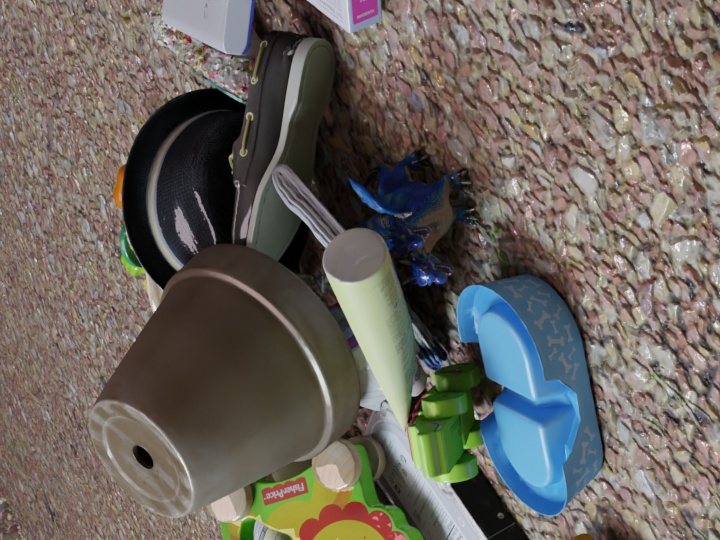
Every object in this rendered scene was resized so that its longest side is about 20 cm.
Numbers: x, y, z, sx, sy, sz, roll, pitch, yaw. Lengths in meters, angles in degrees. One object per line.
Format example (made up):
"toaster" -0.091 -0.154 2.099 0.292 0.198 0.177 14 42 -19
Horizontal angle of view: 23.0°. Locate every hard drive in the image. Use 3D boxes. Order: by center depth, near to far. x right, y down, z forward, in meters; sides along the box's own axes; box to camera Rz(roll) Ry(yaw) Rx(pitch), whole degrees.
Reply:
"hard drive" -0.128 -0.265 1.513 0.200 0.025 0.134 -145 60 -65
"hard drive" 0.073 0.210 1.638 0.201 0.038 0.140 54 154 20

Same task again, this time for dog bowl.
"dog bowl" 0.136 0.094 1.388 0.111 0.049 0.202 24 134 55

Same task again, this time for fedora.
"fedora" -0.117 -0.068 1.571 0.202 0.199 0.091 66 160 -3

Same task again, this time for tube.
"tube" 0.017 0.046 1.382 0.052 0.058 0.201 39 164 34

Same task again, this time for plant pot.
"plant pot" -0.127 0.106 1.474 0.199 0.173 0.202 26 136 28

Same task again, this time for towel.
"towel" 0.000 0.000 1.499 0.147 0.024 0.200 50 180 33

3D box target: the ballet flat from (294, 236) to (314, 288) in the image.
"ballet flat" -0.079 -0.009 1.676 0.067 0.068 0.202 6 109 38

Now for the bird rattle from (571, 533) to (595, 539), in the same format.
"bird rattle" 0.198 0.304 1.410 0.200 0.112 0.165 39 129 38

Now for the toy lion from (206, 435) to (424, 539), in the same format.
"toy lion" -0.034 0.262 1.646 0.198 0.068 0.194 -18 79 27

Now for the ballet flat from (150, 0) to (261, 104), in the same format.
"ballet flat" -0.131 -0.210 1.621 0.200 0.075 0.065 35 123 41

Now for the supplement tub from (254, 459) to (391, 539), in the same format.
"supplement tub" -0.026 0.275 1.764 0.200 0.144 0.146 39 146 44

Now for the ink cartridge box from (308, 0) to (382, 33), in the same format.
"ink cartridge box" -0.033 -0.298 1.372 0.119 0.042 0.202 42 150 42

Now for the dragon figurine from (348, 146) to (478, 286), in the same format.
"dragon figurine" 0.026 -0.050 1.414 0.200 0.099 0.059 32 140 50

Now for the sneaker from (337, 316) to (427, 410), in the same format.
"sneaker" -0.016 0.096 1.565 0.099 0.075 0.199 40 155 -17

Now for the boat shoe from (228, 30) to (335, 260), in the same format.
"boat shoe" -0.076 -0.103 1.508 0.060 0.072 0.203 17 93 29

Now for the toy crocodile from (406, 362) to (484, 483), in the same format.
"toy crocodile" 0.067 0.126 1.450 0.200 0.061 0.068 -50 -49 -73

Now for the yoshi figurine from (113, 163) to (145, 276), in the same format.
"yoshi figurine" -0.181 -0.025 1.835 0.112 0.113 0.201 25 -157 -49

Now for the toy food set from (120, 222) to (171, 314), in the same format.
"toy food set" -0.143 -0.016 1.685 0.048 0.200 0.200 5 123 36

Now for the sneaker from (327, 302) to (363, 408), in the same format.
"sneaker" -0.028 0.102 1.693 0.088 0.073 0.200 63 151 17
